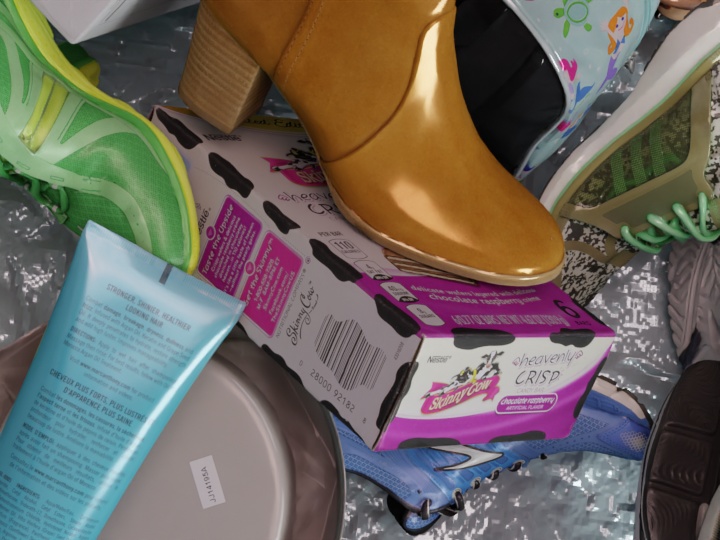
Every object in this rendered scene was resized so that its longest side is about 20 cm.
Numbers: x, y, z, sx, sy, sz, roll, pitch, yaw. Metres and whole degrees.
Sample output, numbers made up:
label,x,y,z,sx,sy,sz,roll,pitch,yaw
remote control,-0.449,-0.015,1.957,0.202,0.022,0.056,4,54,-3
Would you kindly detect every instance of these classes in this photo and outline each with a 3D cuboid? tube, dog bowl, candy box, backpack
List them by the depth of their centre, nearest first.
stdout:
label,x,y,z,sx,sy,sz,roll,pitch,yaw
tube,-0.130,0.084,0.957,0.077,0.050,0.201,26,99,-15
candy box,0.000,0.000,0.998,0.200,0.136,0.061,39,115,36
dog bowl,-0.100,0.103,1.018,0.198,0.059,0.202,0,88,8
backpack,0.053,-0.140,1.046,0.177,0.200,0.151,41,75,1

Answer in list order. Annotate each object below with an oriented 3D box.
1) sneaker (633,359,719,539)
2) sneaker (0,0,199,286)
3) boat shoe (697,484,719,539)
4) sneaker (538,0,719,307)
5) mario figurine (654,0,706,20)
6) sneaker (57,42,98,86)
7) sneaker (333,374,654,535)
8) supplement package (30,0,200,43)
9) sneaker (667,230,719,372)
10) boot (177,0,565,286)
label,x,y,z,sx,sy,sz,roll,pitch,yaw
sneaker,0.138,0.147,1.049,0.075,0.115,0.202,18,67,-19
sneaker,-0.152,-0.061,0.967,0.200,0.074,0.084,48,46,2
boat shoe,0.207,0.069,1.007,0.071,0.061,0.203,24,63,-15
sneaker,0.154,-0.040,1.066,0.089,0.077,0.201,45,111,29
mario figurine,0.197,-0.145,1.148,0.199,0.124,0.106,22,117,-12
sneaker,-0.223,-0.085,1.046,0.198,0.074,0.084,-13,85,-11
sneaker,0.046,0.085,1.072,0.198,0.079,0.090,2,86,-1
supplement package,-0.098,-0.193,1.020,0.110,0.200,0.114,46,110,1
sneaker,0.239,0.045,1.108,0.129,0.080,0.201,-6,64,-25
boot,0.023,-0.092,0.935,0.200,0.145,0.071,29,33,3
